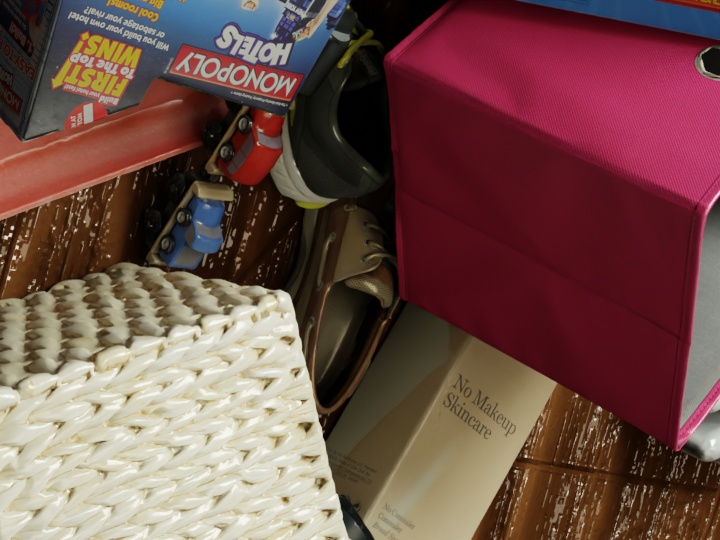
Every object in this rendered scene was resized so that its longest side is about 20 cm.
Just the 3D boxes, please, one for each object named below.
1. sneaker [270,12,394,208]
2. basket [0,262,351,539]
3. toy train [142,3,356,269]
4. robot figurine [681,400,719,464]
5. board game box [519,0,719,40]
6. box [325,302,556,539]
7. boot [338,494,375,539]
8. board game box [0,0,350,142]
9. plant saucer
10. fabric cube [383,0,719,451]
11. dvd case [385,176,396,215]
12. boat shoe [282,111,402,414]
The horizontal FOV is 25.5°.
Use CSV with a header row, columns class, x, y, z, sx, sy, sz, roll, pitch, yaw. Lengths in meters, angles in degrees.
class,x,y,z,sx,sy,sz,roll,pitch,yaw
sneaker,-0.020,-0.136,0.925,0.074,0.084,0.202,-28,111,-40
basket,-0.141,0.101,0.832,0.197,0.199,0.163,-19,105,-33
toy train,-0.063,-0.073,0.893,0.034,0.046,0.201,4,129,-51
robot figurine,0.307,0.076,1.213,0.198,0.112,0.172,-22,123,-31
board game box,0.156,-0.217,0.862,0.056,0.197,0.197,89,20,-47
box,0.054,0.092,1.047,0.095,0.077,0.201,37,77,-35
boot,-0.064,0.187,0.914,0.167,0.200,0.077,-37,88,-20
board game box,-0.095,-0.152,0.780,0.199,0.062,0.201,12,117,-49
plant saucer,-0.141,-0.136,0.830,0.198,0.037,0.202,-23,138,-27
fabric cube,0.151,-0.064,0.902,0.196,0.198,0.201,-44,148,-29
dvd case,0.091,-0.086,1.024,0.199,0.017,0.144,17,94,-60
boat shoe,0.000,0.000,0.989,0.075,0.071,0.202,24,86,-38
